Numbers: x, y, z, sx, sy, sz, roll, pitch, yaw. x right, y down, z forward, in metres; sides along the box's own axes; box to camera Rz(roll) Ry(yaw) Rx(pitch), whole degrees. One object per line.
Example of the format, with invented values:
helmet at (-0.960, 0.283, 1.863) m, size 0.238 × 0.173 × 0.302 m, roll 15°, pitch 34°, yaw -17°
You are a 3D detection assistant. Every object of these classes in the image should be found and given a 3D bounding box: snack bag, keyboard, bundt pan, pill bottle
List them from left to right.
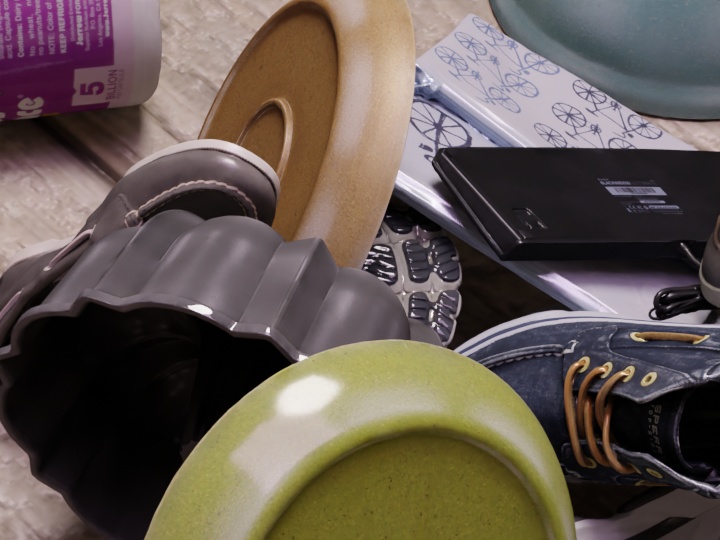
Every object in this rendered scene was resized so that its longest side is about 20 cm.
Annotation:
pill bottle at (-0.203, -0.125, 1.375) m, size 0.199 × 0.113 × 0.113 m, roll -7°, pitch 46°, yaw -13°
bundt pan at (-0.044, 0.052, 1.147) m, size 0.201 × 0.202 × 0.076 m, roll 18°, pitch 53°, yaw 11°
snack bag at (0.095, -0.042, 1.323) m, size 0.188 × 0.021 × 0.200 m, roll 34°, pitch 29°, yaw 8°
keyboard at (0.135, -0.015, 1.280) m, size 0.199 × 0.021 × 0.127 m, roll -2°, pitch 38°, yaw -38°

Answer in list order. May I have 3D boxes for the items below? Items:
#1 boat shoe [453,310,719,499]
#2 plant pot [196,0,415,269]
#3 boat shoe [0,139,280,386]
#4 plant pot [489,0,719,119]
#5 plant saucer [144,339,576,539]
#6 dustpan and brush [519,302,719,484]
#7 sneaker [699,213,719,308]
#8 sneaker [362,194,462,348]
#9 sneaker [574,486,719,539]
boat shoe at (0.109, 0.055, 1.154) m, size 0.199 × 0.071 × 0.091 m, roll -5°, pitch 7°, yaw 21°
plant pot at (-0.038, -0.042, 1.253) m, size 0.027 × 0.200 × 0.201 m, roll 19°, pitch 40°, yaw -23°
boat shoe at (-0.101, 0.005, 1.220) m, size 0.067 × 0.200 × 0.057 m, roll 32°, pitch 56°, yaw -23°
plant pot at (0.171, -0.195, 1.474) m, size 0.199 × 0.135 × 0.201 m, roll 3°, pitch 45°, yaw -3°
plant saucer at (0.007, 0.127, 1.050) m, size 0.199 × 0.201 × 0.031 m, roll -24°, pitch 22°, yaw -27°
dustpan and brush at (0.075, 0.061, 1.261) m, size 0.199 × 0.058 × 0.140 m, roll 1°, pitch 26°, yaw -15°
sneaker at (0.203, -0.066, 1.246) m, size 0.074 × 0.107 × 0.200 m, roll 12°, pitch 37°, yaw 30°
sneaker at (0.000, 0.000, 1.294) m, size 0.077 × 0.080 × 0.201 m, roll 0°, pitch 40°, yaw -8°
sneaker at (0.131, 0.153, 1.180) m, size 0.200 × 0.076 × 0.116 m, roll -15°, pitch 67°, yaw -28°
